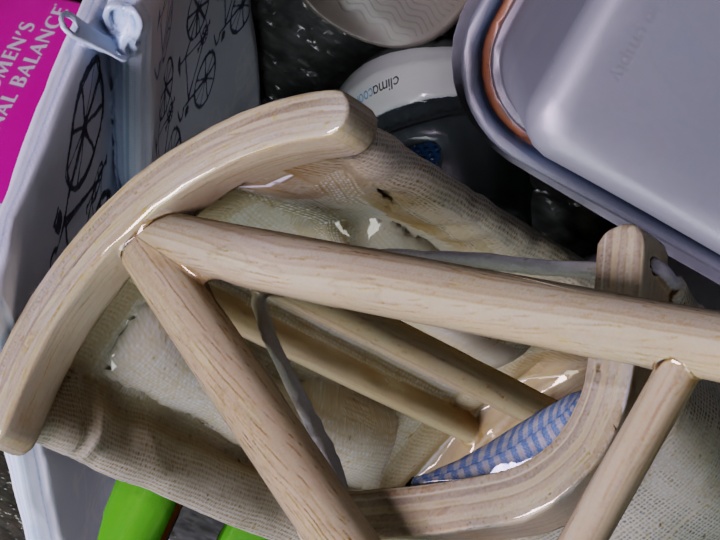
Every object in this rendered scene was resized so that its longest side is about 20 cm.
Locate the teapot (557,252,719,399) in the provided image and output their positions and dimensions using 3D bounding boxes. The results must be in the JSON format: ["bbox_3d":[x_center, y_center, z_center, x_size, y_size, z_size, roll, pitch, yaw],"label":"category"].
[{"bbox_3d":[0.084,0.098,0.875,0.197,0.146,0.200,40,141,12],"label":"teapot"}]

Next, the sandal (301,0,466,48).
[{"bbox_3d":[0.016,-0.113,0.725,0.081,0.055,0.200,29,151,-7],"label":"sandal"}]

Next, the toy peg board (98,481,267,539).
[{"bbox_3d":[-0.035,0.133,1.066,0.199,0.098,0.199,26,170,0],"label":"toy peg board"}]

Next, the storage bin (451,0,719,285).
[{"bbox_3d":[0.129,-0.043,0.628,0.199,0.146,0.134,29,-169,-2],"label":"storage bin"}]

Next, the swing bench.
[{"bbox_3d":[0.047,0.053,0.701,0.200,0.130,0.199,32,-177,38],"label":"swing bench"}]

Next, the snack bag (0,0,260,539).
[{"bbox_3d":[-0.065,-0.020,0.791,0.021,0.201,0.189,12,147,8],"label":"snack bag"}]

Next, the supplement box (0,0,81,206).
[{"bbox_3d":[-0.153,-0.035,0.939,0.199,0.102,0.104,13,149,21],"label":"supplement box"}]

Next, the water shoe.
[{"bbox_3d":[0.000,0.000,0.879,0.071,0.079,0.200,2,155,-16],"label":"water shoe"}]
